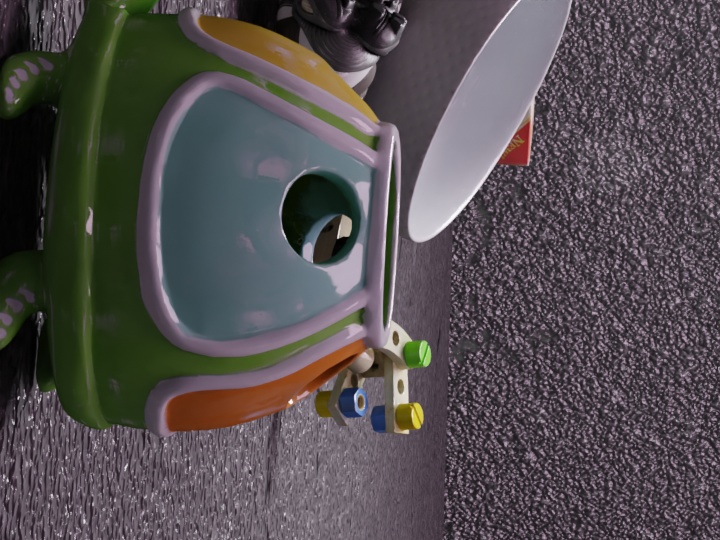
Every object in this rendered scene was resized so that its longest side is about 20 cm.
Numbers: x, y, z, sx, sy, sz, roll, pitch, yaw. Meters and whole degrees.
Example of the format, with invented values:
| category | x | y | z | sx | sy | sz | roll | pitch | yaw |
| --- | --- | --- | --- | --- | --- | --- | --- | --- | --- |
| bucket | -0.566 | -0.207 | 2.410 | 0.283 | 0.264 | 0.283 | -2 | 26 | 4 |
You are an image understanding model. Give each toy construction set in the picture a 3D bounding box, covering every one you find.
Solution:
| category | x | y | z | sx | sy | sz | roll | pitch | yaw |
| --- | --- | --- | --- | --- | --- | --- | --- | --- | --- |
| toy construction set | 0.000 | 0.000 | 1.746 | 0.131 | 0.092 | 0.201 | 49 | 30 | -46 |

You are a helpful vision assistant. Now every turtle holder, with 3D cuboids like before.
| category | x | y | z | sx | sy | sz | roll | pitch | yaw |
| --- | --- | --- | --- | --- | --- | --- | --- | --- | --- |
| turtle holder | -0.052 | -0.033 | 0.931 | 0.141 | 0.131 | 0.186 | 84 | 11 | -58 |

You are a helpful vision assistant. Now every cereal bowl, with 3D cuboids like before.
| category | x | y | z | sx | sy | sz | roll | pitch | yaw |
| --- | --- | --- | --- | --- | --- | --- | --- | --- | --- |
| cereal bowl | 0.049 | -0.121 | 1.653 | 0.200 | 0.083 | 0.200 | -54 | 164 | -23 |

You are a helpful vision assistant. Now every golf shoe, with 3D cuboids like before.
| category | x | y | z | sx | sy | sz | roll | pitch | yaw |
| --- | --- | --- | --- | --- | --- | --- | --- | --- | --- |
| golf shoe | -0.024 | -0.137 | 1.526 | 0.095 | 0.078 | 0.200 | -63 | -175 | 16 |

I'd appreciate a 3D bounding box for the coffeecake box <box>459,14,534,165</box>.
| category | x | y | z | sx | sy | sz | roll | pitch | yaw |
| --- | --- | --- | --- | --- | --- | --- | --- | --- | --- |
| coffeecake box | 0.043 | -0.178 | 1.767 | 0.073 | 0.153 | 0.201 | -77 | 169 | -65 |
